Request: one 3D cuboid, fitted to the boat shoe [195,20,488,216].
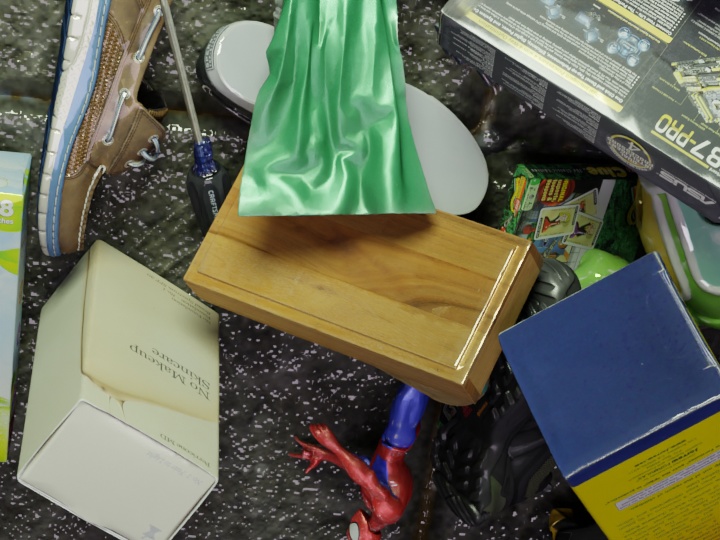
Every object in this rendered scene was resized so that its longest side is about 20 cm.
[{"bbox_3d":[-0.012,-0.095,1.386,0.200,0.057,0.069,29,75,-17],"label":"boat shoe"}]

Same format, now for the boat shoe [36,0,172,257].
[{"bbox_3d":[-0.155,-0.095,1.367,0.072,0.072,0.200,8,118,-10],"label":"boat shoe"}]

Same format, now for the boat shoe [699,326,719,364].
[{"bbox_3d":[0.267,0.051,1.485,0.201,0.061,0.072,-4,119,-2],"label":"boat shoe"}]

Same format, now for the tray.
[{"bbox_3d":[0.000,0.000,1.361,0.200,0.099,0.037,20,164,25],"label":"tray"}]

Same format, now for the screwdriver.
[{"bbox_3d":[-0.099,-0.091,1.372,0.029,0.028,0.200,12,138,15],"label":"screwdriver"}]

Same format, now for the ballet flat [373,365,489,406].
[{"bbox_3d":[0.000,0.030,1.410,0.069,0.200,0.063,-50,148,-10],"label":"ballet flat"}]

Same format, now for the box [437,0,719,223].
[{"bbox_3d":[0.170,-0.146,1.280,0.200,0.049,0.161,33,71,12],"label":"box"}]

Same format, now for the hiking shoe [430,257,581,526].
[{"bbox_3d":[0.111,0.070,1.432,0.101,0.076,0.200,-14,135,-38],"label":"hiking shoe"}]

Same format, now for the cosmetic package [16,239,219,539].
[{"bbox_3d":[-0.147,0.075,1.388,0.104,0.200,0.073,32,111,-20],"label":"cosmetic package"}]

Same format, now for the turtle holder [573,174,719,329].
[{"bbox_3d":[0.228,-0.037,1.396,0.185,0.141,0.132,-20,130,43],"label":"turtle holder"}]

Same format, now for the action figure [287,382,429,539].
[{"bbox_3d":[0.005,0.090,1.480,0.099,0.065,0.200,17,106,8],"label":"action figure"}]

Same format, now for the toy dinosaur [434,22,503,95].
[{"bbox_3d":[0.138,-0.177,1.338,0.181,0.105,0.200,-36,106,-5],"label":"toy dinosaur"}]

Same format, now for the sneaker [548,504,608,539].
[{"bbox_3d":[0.157,0.209,1.569,0.090,0.070,0.200,36,111,-5],"label":"sneaker"}]

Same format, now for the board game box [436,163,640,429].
[{"bbox_3d":[0.122,0.022,1.460,0.105,0.023,0.200,-4,123,-32],"label":"board game box"}]

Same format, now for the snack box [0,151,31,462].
[{"bbox_3d":[-0.301,0.018,1.422,0.169,0.068,0.200,4,117,-6],"label":"snack box"}]

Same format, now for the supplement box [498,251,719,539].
[{"bbox_3d":[0.178,0.097,1.347,0.109,0.109,0.200,-28,145,6],"label":"supplement box"}]

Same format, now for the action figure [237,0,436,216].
[{"bbox_3d":[-0.017,-0.132,1.324,0.118,0.055,0.200,0,90,-13],"label":"action figure"}]
